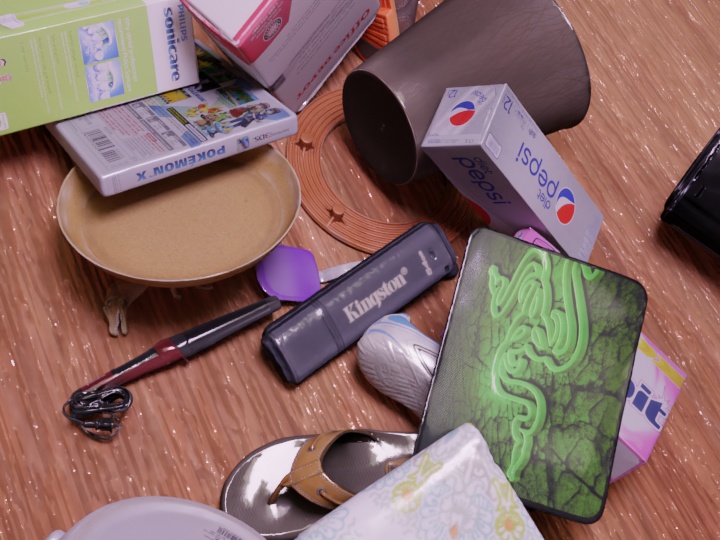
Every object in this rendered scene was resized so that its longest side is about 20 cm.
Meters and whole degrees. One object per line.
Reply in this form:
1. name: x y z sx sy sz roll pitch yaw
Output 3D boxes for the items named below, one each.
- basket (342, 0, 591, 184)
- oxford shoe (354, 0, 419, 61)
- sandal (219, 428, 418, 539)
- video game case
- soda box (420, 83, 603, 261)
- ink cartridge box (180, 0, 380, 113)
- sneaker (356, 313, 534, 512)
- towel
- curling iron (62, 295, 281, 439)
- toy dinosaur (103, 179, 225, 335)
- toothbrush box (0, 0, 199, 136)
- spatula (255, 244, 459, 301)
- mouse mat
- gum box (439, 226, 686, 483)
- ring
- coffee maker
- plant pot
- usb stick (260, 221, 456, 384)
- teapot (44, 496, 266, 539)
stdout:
1. basket: 0.091 -0.176 0.933 0.198 0.136 0.182 -29 81 -25
2. oxford shoe: 0.026 -0.310 0.982 0.071 0.202 0.073 28 49 27
3. sandal: -0.011 0.158 0.752 0.196 0.055 0.083 -5 61 0
4. video game case: -0.180 -0.142 0.868 0.180 0.022 0.200 -22 41 -26
5. soda box: 0.138 -0.076 0.872 0.200 0.067 0.064 43 64 -40
6. ink cartridge box: -0.065 -0.241 0.881 0.085 0.200 0.146 40 90 13
7. sneaker: 0.082 0.113 0.815 0.200 0.072 0.072 46 46 8
8. towel: 0.061 0.241 0.707 0.169 0.048 0.202 -30 83 -12
9. curling iron: -0.146 0.073 0.795 0.198 0.026 0.050 -31 65 -28
10. toy dinosaur: -0.166 -0.041 0.840 0.099 0.058 0.203 10 57 -9
11. toothbrush box: -0.262 -0.204 0.861 0.197 0.087 0.145 -23 41 -26
12. spatula: 0.000 0.000 0.885 0.196 0.021 0.057 -2 60 -18
13. mouse mat: 0.137 0.080 0.775 0.158 0.008 0.204 18 74 -5
14. gum box: 0.170 0.069 0.841 0.200 0.066 0.114 43 49 2
15. ring: 0.025 -0.104 0.957 0.196 0.019 0.204 7 58 -11
16. coffee maker: 0.403 -0.051 0.934 0.199 0.193 0.135 37 73 10
17. plant pot: -0.146 -0.052 0.807 0.196 0.028 0.202 2 44 -2
18. usb stick: 0.001 0.025 0.850 0.199 0.033 0.056 -34 93 -24
19. teapot: -0.134 0.254 0.627 0.195 0.148 0.201 8 29 -36
